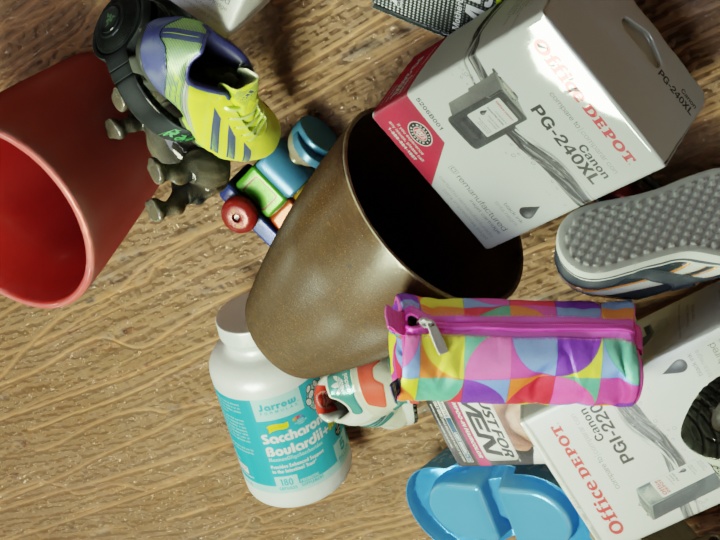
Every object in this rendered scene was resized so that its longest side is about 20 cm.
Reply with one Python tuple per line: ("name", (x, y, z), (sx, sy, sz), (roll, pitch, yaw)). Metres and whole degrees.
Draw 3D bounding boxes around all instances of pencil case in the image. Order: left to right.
("pencil case", (0.113, 0.060, 1.338), (0.198, 0.089, 0.089), (1, 133, -5))

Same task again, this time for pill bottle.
("pill bottle", (-0.080, 0.120, 1.714), (0.110, 0.111, 0.201), (7, 129, 32))

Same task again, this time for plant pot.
("plant pot", (-0.273, -0.095, 1.627), (0.199, 0.177, 0.202), (20, 135, 22))
("plant pot", (0.000, 0.000, 1.468), (0.187, 0.187, 0.200), (46, 126, -5))

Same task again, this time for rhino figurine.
("rhino figurine", (-0.178, -0.142, 1.564), (0.060, 0.087, 0.201), (-46, 66, 51))

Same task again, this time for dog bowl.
("dog bowl", (0.139, 0.216, 1.678), (0.199, 0.050, 0.112), (0, 124, 37))

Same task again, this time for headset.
("headset", (-0.164, -0.210, 1.504), (0.094, 0.123, 0.201), (-26, 82, 34))

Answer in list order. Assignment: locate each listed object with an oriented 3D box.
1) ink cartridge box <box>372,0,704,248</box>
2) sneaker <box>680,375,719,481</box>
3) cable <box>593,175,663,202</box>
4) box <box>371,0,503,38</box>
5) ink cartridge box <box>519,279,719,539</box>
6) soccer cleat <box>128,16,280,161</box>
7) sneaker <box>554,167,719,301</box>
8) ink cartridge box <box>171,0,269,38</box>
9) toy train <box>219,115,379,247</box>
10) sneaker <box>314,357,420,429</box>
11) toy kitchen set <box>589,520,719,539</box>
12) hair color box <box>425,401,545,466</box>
("ink cartridge box", (0.129, -0.120, 1.313), (0.145, 0.084, 0.200), (48, 141, -13))
("sneaker", (0.320, 0.089, 1.342), (0.077, 0.200, 0.089), (37, 159, 40))
("cable", (0.252, -0.044, 1.398), (0.198, 0.050, 0.098), (1, 109, 21))
("box", (0.109, -0.249, 1.311), (0.192, 0.048, 0.201), (24, 136, 14))
("ink cartridge box", (0.246, 0.117, 1.433), (0.199, 0.085, 0.146), (-28, 107, 22))
("soccer cleat", (-0.108, -0.140, 1.448), (0.083, 0.065, 0.200), (4, 159, 29))
("sneaker", (0.242, -0.026, 1.343), (0.198, 0.079, 0.079), (-7, 162, -1))
("ink cartridge box", (-0.109, -0.307, 1.381), (0.146, 0.084, 0.201), (34, 132, 4))
("toy train", (-0.018, -0.035, 1.570), (0.200, 0.085, 0.116), (45, 125, -4))
("sneaker", (0.003, 0.106, 1.603), (0.200, 0.093, 0.071), (100, 160, -79))
("toy kitchen set", (0.320, 0.261, 1.553), (0.200, 0.179, 0.164), (-131, 28, -51))
("hair color box", (0.157, 0.114, 1.569), (0.199, 0.061, 0.100), (-8, 119, 40))
